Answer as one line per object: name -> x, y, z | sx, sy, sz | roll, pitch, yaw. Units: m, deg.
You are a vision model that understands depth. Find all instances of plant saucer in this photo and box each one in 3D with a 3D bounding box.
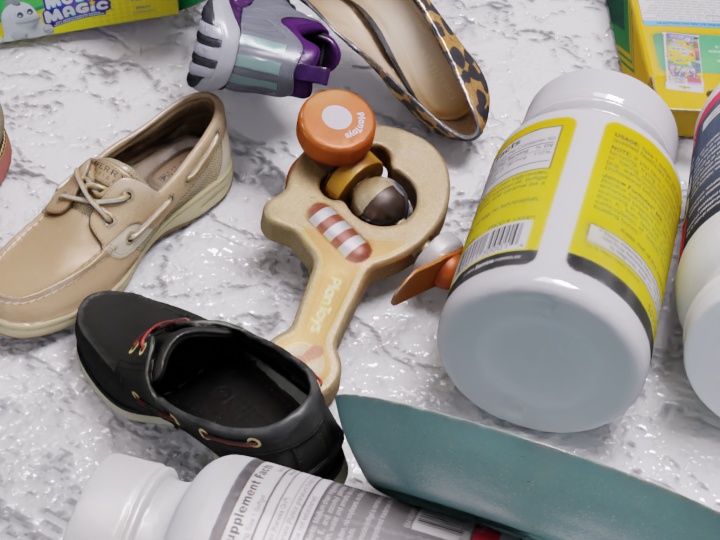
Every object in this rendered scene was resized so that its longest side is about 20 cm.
plant saucer -> 0.077, 0.106, 0.718 | 0.198, 0.200, 0.036 | 17, 80, 11

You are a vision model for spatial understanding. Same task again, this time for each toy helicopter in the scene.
toy helicopter -> 0.000, 0.000, 0.889 | 0.131, 0.079, 0.201 | 21, 57, 2

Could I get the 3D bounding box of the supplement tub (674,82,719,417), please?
supplement tub -> 0.250, -0.018, 0.867 | 0.139, 0.141, 0.201 | 12, 45, 7

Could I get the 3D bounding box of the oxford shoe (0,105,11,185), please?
oxford shoe -> -0.251, -0.042, 0.888 | 0.070, 0.075, 0.201 | 5, 45, -2

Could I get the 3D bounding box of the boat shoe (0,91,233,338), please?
boat shoe -> -0.149, -0.038, 0.901 | 0.071, 0.065, 0.200 | 27, 48, 20

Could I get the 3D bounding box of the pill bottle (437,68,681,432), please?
pill bottle -> 0.119, -0.018, 0.874 | 0.113, 0.115, 0.201 | 14, 45, 9

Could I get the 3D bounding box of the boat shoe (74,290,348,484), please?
boat shoe -> -0.084, 0.051, 0.803 | 0.073, 0.063, 0.201 | -36, 43, -25

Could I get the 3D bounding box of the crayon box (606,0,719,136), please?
crayon box -> 0.244, -0.152, 1.065 | 0.125, 0.052, 0.201 | 2, 44, -3

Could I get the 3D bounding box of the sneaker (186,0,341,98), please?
sneaker -> -0.056, -0.143, 0.992 | 0.087, 0.075, 0.200 | 14, 21, -4

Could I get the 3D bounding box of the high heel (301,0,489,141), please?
high heel -> 0.008, -0.164, 0.974 | 0.071, 0.200, 0.143 | -42, 44, 14

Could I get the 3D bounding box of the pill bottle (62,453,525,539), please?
pill bottle -> -0.030, 0.147, 0.694 | 0.198, 0.111, 0.111 | 15, 45, 10

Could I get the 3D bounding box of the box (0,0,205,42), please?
box -> -0.206, -0.218, 1.071 | 0.198, 0.049, 0.118 | -10, 53, -10
